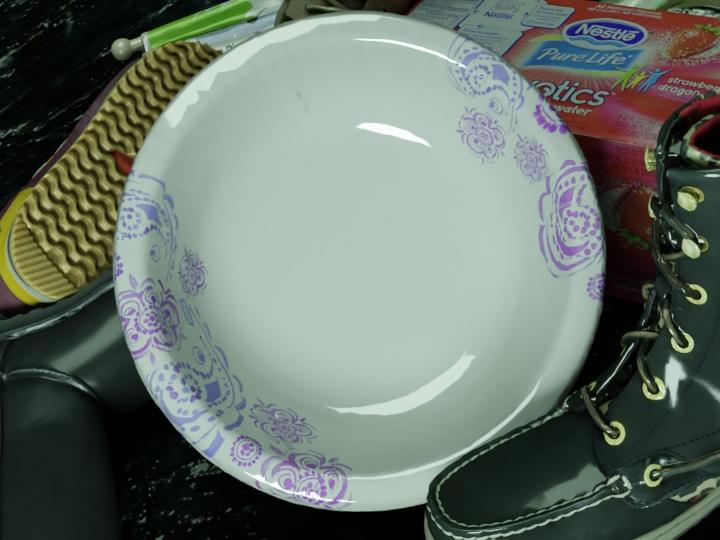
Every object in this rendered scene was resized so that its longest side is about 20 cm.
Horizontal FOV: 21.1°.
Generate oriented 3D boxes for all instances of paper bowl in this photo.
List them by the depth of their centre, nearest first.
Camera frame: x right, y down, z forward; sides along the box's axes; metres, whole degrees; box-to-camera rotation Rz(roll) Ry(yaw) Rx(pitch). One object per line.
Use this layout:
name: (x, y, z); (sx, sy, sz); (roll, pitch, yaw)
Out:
paper bowl: (0.000, 0.000, 0.813); (0.199, 0.202, 0.104); (-21, -7, -2)

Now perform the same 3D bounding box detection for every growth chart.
growth chart: (-0.052, -0.106, 1.087); (0.144, 0.018, 0.200); (-25, 40, -5)

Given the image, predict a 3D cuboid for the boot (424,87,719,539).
boot: (0.106, 0.020, 0.695); (0.202, 0.155, 0.074); (-20, 37, -6)

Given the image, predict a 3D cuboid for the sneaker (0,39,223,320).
sneaker: (-0.132, -0.045, 0.992); (0.090, 0.075, 0.200); (-30, 14, 48)

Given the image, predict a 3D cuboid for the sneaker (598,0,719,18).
sneaker: (0.213, -0.125, 0.962); (0.199, 0.077, 0.089); (-30, 51, -5)

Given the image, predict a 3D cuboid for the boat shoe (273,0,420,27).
boat shoe: (0.001, -0.139, 0.961); (0.075, 0.200, 0.072); (21, 53, -3)

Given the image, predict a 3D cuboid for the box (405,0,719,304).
box: (0.099, -0.060, 0.897); (0.199, 0.096, 0.100); (13, 46, 36)

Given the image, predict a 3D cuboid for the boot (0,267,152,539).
boot: (-0.113, 0.086, 0.835); (0.164, 0.066, 0.201); (-23, 33, 9)
